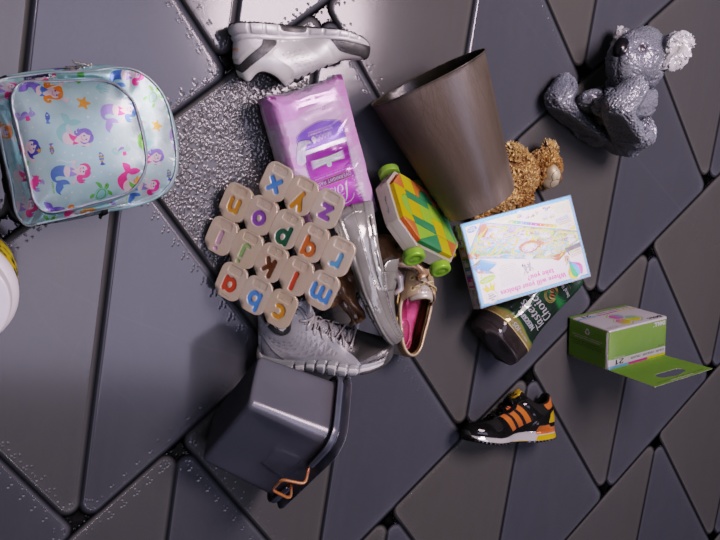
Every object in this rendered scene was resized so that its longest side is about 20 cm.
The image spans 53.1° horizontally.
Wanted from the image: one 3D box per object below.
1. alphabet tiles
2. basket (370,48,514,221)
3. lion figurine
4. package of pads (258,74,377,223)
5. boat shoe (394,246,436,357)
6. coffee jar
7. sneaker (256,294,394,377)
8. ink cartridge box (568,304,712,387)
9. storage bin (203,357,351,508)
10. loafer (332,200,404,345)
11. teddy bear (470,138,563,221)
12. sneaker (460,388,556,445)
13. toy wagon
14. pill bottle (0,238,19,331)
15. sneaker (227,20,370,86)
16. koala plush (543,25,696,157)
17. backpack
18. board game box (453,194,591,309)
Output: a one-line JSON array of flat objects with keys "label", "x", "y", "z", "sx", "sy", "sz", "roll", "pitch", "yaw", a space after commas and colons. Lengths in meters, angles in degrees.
[{"label": "alphabet tiles", "x": -0.108, "y": -0.033, "z": 0.962, "sx": 0.198, "sy": 0.015, "sz": 0.198, "roll": 27, "pitch": 99, "yaw": 9}, {"label": "basket", "x": 0.135, "y": -0.187, "z": 1.047, "sx": 0.178, "sy": 0.136, "sz": 0.202, "roll": -20, "pitch": 109, "yaw": 21}, {"label": "lion figurine", "x": 0.000, "y": 0.000, "z": 1.053, "sx": 0.199, "sy": 0.072, "sz": 0.123, "roll": -33, "pitch": 90, "yaw": -15}, {"label": "package of pads", "x": -0.060, "y": -0.158, "z": 1.004, "sx": 0.119, "sy": 0.075, "sz": 0.203, "roll": -21, "pitch": 108, "yaw": -20}, {"label": "boat shoe", "x": 0.087, "y": 0.037, "z": 1.116, "sx": 0.073, "sy": 0.069, "sz": 0.204, "roll": 4, "pitch": 97, "yaw": -27}, {"label": "coffee jar", "x": 0.277, "y": 0.056, "z": 1.209, "sx": 0.200, "sy": 0.085, "sz": 0.104, "roll": -48, "pitch": 115, "yaw": -12}, {"label": "sneaker", "x": -0.052, "y": 0.081, "z": 1.002, "sx": 0.196, "sy": 0.075, "sz": 0.117, "roll": -2, "pitch": 116, "yaw": 2}, {"label": "ink cartridge box", "x": 0.487, "y": 0.127, "z": 1.264, "sx": 0.146, "sy": 0.199, "sz": 0.077, "roll": -9, "pitch": 103, "yaw": -26}, {"label": "storage bin", "x": -0.120, "y": 0.219, "z": 0.973, "sx": 0.133, "sy": 0.147, "sz": 0.200, "roll": 26, "pitch": 129, "yaw": -18}, {"label": "loafer", "x": 0.024, "y": 0.004, "z": 0.983, "sx": 0.069, "sy": 0.070, "sz": 0.203, "roll": -22, "pitch": 102, "yaw": -2}, {"label": "teddy bear", "x": 0.255, "y": -0.143, "z": 1.174, "sx": 0.197, "sy": 0.067, "sz": 0.148, "roll": -3, "pitch": 102, "yaw": -26}, {"label": "sneaker", "x": 0.254, "y": 0.251, "z": 1.249, "sx": 0.197, "sy": 0.070, "sz": 0.092, "roll": 5, "pitch": 82, "yaw": -28}, {"label": "toy wagon", "x": 0.095, "y": -0.069, "z": 1.066, "sx": 0.199, "sy": 0.039, "sz": 0.157, "roll": 21, "pitch": 46, "yaw": -48}, {"label": "pill bottle", "x": -0.427, "y": 0.017, "z": 0.774, "sx": 0.113, "sy": 0.199, "sz": 0.116, "roll": -5, "pitch": 102, "yaw": -26}, {"label": "sneaker", "x": -0.081, "y": -0.291, "z": 0.978, "sx": 0.196, "sy": 0.074, "sz": 0.082, "roll": -4, "pitch": 104, "yaw": -18}, {"label": "koala plush", "x": 0.440, "y": -0.313, "z": 1.193, "sx": 0.183, "sy": 0.176, "sz": 0.202, "roll": 30, "pitch": 84, "yaw": -39}, {"label": "backpack", "x": -0.314, "y": -0.150, "z": 0.841, "sx": 0.197, "sy": 0.150, "sz": 0.181, "roll": -14, "pitch": 104, "yaw": -29}, {"label": "board game box", "x": 0.257, "y": -0.030, "z": 1.144, "sx": 0.197, "sy": 0.034, "sz": 0.137, "roll": -14, "pitch": 90, "yaw": -13}]
